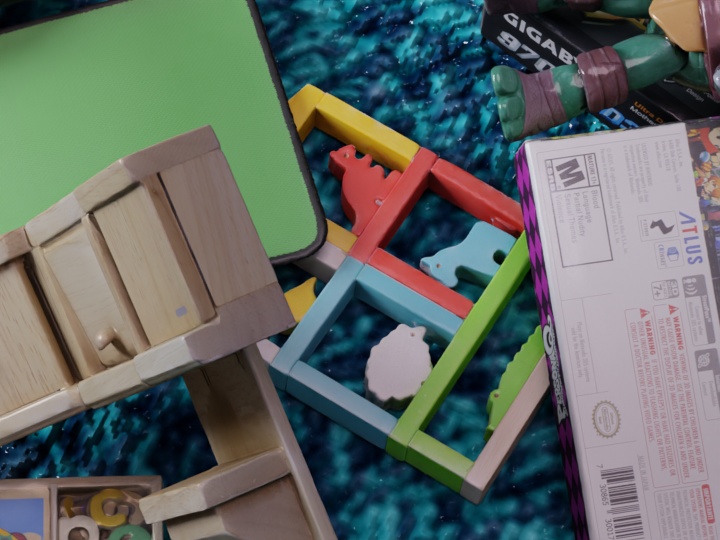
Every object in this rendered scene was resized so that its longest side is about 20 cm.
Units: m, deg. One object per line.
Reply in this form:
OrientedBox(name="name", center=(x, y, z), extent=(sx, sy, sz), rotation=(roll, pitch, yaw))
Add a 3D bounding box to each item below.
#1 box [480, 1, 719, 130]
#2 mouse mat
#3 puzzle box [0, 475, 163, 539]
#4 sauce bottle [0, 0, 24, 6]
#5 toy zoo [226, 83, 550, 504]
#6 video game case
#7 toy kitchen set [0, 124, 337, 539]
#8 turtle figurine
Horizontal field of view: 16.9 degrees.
OrientedBox(name="box", center=(0.181, -0.117, 1.133), extent=(0.200, 0.046, 0.159), rotation=(38, 67, 14))
OrientedBox(name="mouse mat", center=(-0.128, -0.050, 1.085), extent=(0.200, 0.008, 0.161), rotation=(-16, 61, -4))
OrientedBox(name="puzzle box", center=(-0.178, 0.151, 0.984), extent=(0.199, 0.025, 0.133), rotation=(-2, 64, -5))
OrientedBox(name="sauce bottle", center=(-0.229, -0.124, 1.099), extent=(0.200, 0.066, 0.066), rotation=(-13, 65, -13))
OrientedBox(name="toy zoo", center=(0.000, 0.000, 1.075), extent=(0.200, 0.020, 0.131), rotation=(31, 66, 11))
OrientedBox(name="video game case", center=(0.169, 0.032, 1.032), extent=(0.181, 0.036, 0.201), rotation=(-8, 82, -8))
OrientedBox(name="toy kitchen set", center=(-0.129, 0.069, 0.917), extent=(0.180, 0.200, 0.163), rotation=(-24, 90, -27))
OrientedBox(name="turtle figurine", center=(0.154, -0.117, 1.051), extent=(0.199, 0.101, 0.150), rotation=(-11, 50, 8))
